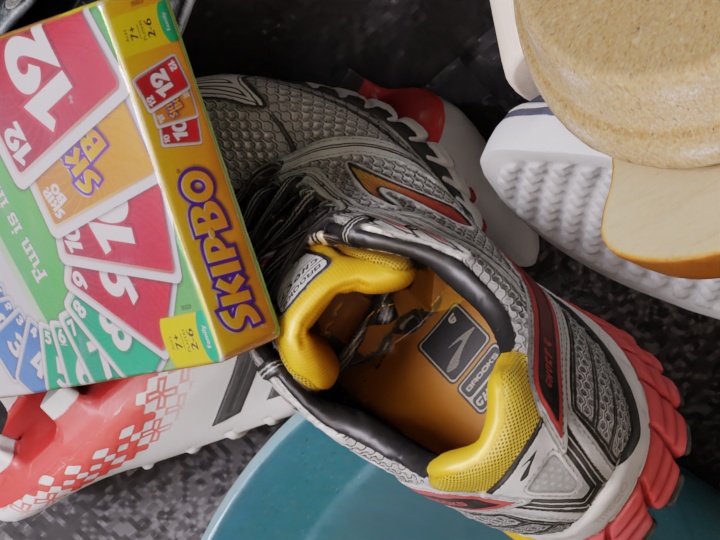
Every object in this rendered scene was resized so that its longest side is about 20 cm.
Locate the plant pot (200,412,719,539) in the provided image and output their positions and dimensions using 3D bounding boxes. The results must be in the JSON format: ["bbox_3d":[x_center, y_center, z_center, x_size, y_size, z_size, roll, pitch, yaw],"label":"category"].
[{"bbox_3d":[0.069,0.146,0.859,0.188,0.200,0.200,24,114,-37],"label":"plant pot"}]

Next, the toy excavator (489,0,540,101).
[{"bbox_3d":[0.153,-0.104,0.753,0.199,0.100,0.195,2,154,-23],"label":"toy excavator"}]

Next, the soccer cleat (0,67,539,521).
[{"bbox_3d":[-0.034,0.024,0.886,0.200,0.069,0.085,-41,114,16],"label":"soccer cleat"}]

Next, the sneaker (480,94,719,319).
[{"bbox_3d":[0.128,-0.029,0.737,0.200,0.080,0.078,13,154,38],"label":"sneaker"}]

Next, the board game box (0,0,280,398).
[{"bbox_3d":[-0.103,-0.013,0.792,0.030,0.200,0.096,-23,97,-36],"label":"board game box"}]

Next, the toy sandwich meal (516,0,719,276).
[{"bbox_3d":[0.116,-0.095,0.669,0.070,0.205,0.205,28,112,-32],"label":"toy sandwich meal"}]

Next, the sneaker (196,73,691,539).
[{"bbox_3d":[0.000,0.000,0.769,0.082,0.200,0.078,22,101,-52],"label":"sneaker"}]

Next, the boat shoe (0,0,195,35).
[{"bbox_3d":[-0.100,-0.036,0.860,0.074,0.068,0.200,34,109,-12],"label":"boat shoe"}]
